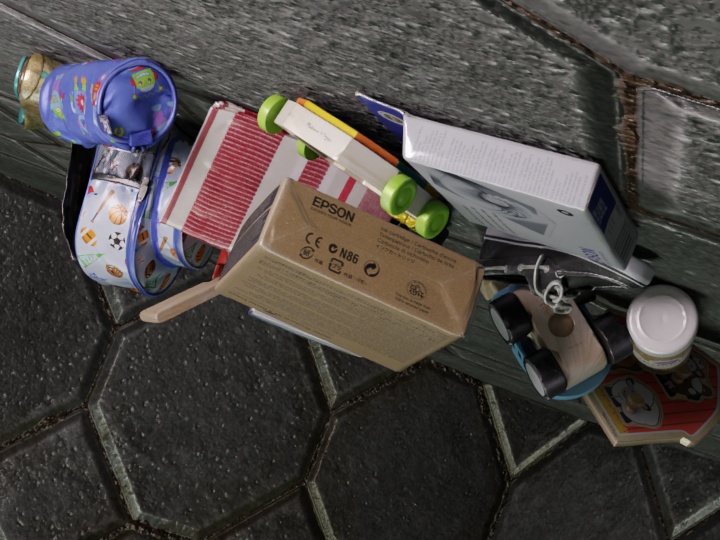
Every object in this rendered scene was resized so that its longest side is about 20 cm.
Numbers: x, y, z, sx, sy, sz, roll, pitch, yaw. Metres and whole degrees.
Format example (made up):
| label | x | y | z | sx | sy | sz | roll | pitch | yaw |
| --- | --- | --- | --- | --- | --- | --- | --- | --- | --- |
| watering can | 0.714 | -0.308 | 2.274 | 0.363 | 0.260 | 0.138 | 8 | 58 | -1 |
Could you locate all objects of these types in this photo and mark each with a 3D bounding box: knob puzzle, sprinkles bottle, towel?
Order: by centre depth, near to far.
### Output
| label | x | y | z | sx | sy | sz | roll | pitch | yaw |
| --- | --- | --- | --- | --- | --- | --- | --- | --- | --- |
| towel | -0.072 | -0.064 | 1.352 | 0.199 | 0.144 | 0.023 | 23 | -150 | -12 |
| sprinkles bottle | 0.304 | 0.062 | 1.451 | 0.068 | 0.069 | 0.200 | 20 | 175 | 14 |
| knob puzzle | 0.322 | 0.108 | 1.574 | 0.219 | 0.031 | 0.220 | 13 | -141 | -11 |

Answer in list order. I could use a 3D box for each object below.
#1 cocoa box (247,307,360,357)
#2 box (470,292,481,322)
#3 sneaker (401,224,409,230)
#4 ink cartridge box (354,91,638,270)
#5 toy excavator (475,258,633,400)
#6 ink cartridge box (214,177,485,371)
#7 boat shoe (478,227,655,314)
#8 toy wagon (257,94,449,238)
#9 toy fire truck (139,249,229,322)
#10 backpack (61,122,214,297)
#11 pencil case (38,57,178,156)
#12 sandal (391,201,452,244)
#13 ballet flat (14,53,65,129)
| label | x | y | z | sx | sy | sz | roll | pitch | yaw |
| --- | --- | --- | --- | --- | --- | --- | --- | --- | --- |
| cocoa box | -0.071 | 0.047 | 2.368 | 0.199 | 0.134 | 0.131 | 22 | 175 | -6 |
| box | 0.093 | 0.033 | 1.838 | 0.077 | 0.095 | 0.200 | 22 | 176 | -7 |
| sneaker | 0.000 | 0.000 | 1.501 | 0.075 | 0.089 | 0.200 | -15 | -167 | 33 |
| ink cartridge box | 0.105 | -0.065 | 1.115 | 0.199 | 0.041 | 0.200 | 19 | 174 | 23 |
| toy excavator | 0.176 | 0.049 | 1.468 | 0.195 | 0.100 | 0.200 | 60 | 172 | 15 |
| ink cartridge box | -0.013 | 0.008 | 1.293 | 0.199 | 0.075 | 0.165 | 24 | 160 | -13 |
| boat shoe | 0.182 | 0.002 | 1.321 | 0.199 | 0.068 | 0.073 | 16 | 173 | 45 |
| toy wagon | 0.006 | -0.083 | 1.201 | 0.155 | 0.040 | 0.200 | 35 | -177 | 30 |
| toy fire truck | -0.123 | -0.024 | 1.454 | 0.128 | 0.201 | 0.176 | 22 | 166 | -18 |
| backpack | -0.231 | -0.068 | 1.577 | 0.153 | 0.191 | 0.200 | 19 | 173 | 20 |
| pencil case | -0.236 | -0.152 | 1.333 | 0.078 | 0.087 | 0.200 | -4 | -172 | -28 |
| sandal | 0.053 | -0.036 | 1.458 | 0.048 | 0.075 | 0.200 | 38 | 176 | 6 |
| ballet flat | -0.325 | -0.180 | 1.502 | 0.070 | 0.071 | 0.200 | 22 | 173 | -10 |
